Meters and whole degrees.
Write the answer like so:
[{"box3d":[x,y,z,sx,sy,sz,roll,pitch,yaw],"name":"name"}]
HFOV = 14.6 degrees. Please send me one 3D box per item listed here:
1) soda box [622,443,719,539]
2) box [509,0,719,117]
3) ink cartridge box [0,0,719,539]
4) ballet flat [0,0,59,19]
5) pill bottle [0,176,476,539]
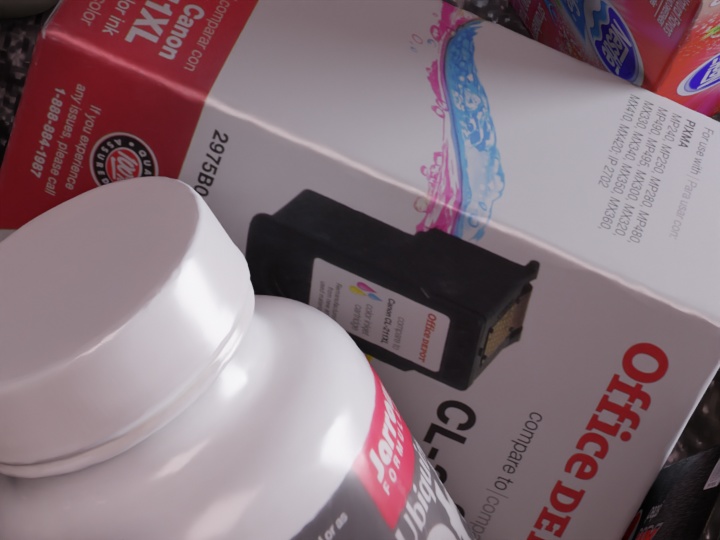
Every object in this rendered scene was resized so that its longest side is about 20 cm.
[{"box3d":[0.106,0.092,0.764,0.071,0.200,0.063,24,83,1],"name":"soda box"},{"box3d":[0.100,-0.109,0.791,0.099,0.200,0.096,-28,82,-7],"name":"box"},{"box3d":[0.000,0.000,0.793,0.199,0.146,0.083,24,42,1],"name":"ink cartridge box"},{"box3d":[-0.186,-0.113,0.843,0.199,0.067,0.064,25,44,5],"name":"ballet flat"},{"box3d":[-0.030,0.077,0.736,0.111,0.111,0.200,-35,119,-6],"name":"pill bottle"}]
